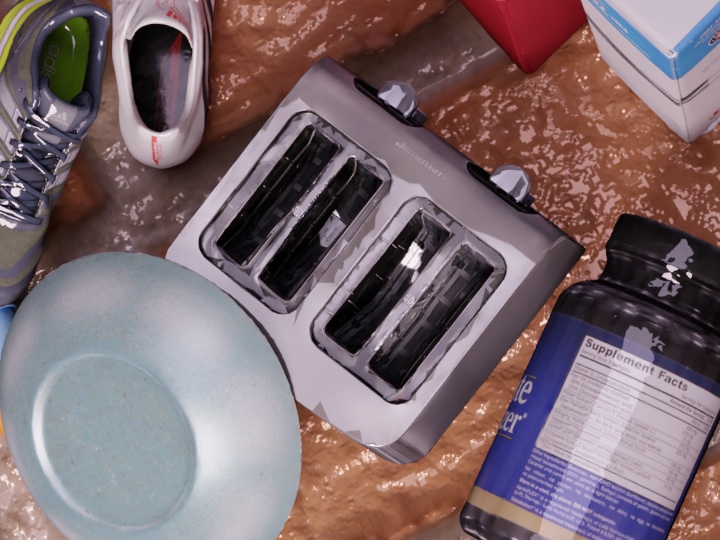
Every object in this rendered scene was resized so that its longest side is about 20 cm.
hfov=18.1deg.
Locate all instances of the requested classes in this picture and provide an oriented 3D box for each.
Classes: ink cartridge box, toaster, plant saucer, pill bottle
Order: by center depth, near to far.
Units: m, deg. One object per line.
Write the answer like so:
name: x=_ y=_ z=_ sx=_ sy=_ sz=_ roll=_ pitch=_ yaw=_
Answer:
ink cartridge box: x=0.199 y=-0.167 z=1.240 sx=0.146 sy=0.200 sz=0.086 roll=-45 pitch=77 yaw=1
plant saucer: x=-0.129 y=0.091 z=1.261 sx=0.201 sy=0.039 sz=0.201 roll=9 pitch=110 yaw=24
pill bottle: x=0.144 y=0.076 z=1.262 sx=0.112 sy=0.112 sz=0.200 roll=24 pitch=86 yaw=12
toaster: x=0.000 y=0.000 z=1.292 sx=0.181 sy=0.119 sz=0.200 roll=39 pitch=90 yaw=13

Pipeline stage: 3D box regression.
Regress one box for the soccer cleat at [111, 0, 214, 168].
soccer cleat: x=-0.117 y=-0.162 z=1.345 sx=0.069 sy=0.085 sz=0.200 roll=2 pitch=84 yaw=-3

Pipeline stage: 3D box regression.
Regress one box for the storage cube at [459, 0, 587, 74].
storage cube: x=0.095 y=-0.245 z=1.278 sx=0.200 sy=0.180 sz=0.171 roll=-44 pitch=78 yaw=0

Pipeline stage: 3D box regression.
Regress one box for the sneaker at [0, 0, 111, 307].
sneaker: x=-0.197 y=-0.076 z=1.333 sx=0.074 sy=0.081 sz=0.200 roll=17 pitch=77 yaw=-25

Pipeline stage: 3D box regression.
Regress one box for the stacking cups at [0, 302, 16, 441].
stacking cups: x=-0.223 y=0.053 z=1.353 sx=0.060 sy=0.061 sz=0.200 roll=-32 pitch=80 yaw=4
